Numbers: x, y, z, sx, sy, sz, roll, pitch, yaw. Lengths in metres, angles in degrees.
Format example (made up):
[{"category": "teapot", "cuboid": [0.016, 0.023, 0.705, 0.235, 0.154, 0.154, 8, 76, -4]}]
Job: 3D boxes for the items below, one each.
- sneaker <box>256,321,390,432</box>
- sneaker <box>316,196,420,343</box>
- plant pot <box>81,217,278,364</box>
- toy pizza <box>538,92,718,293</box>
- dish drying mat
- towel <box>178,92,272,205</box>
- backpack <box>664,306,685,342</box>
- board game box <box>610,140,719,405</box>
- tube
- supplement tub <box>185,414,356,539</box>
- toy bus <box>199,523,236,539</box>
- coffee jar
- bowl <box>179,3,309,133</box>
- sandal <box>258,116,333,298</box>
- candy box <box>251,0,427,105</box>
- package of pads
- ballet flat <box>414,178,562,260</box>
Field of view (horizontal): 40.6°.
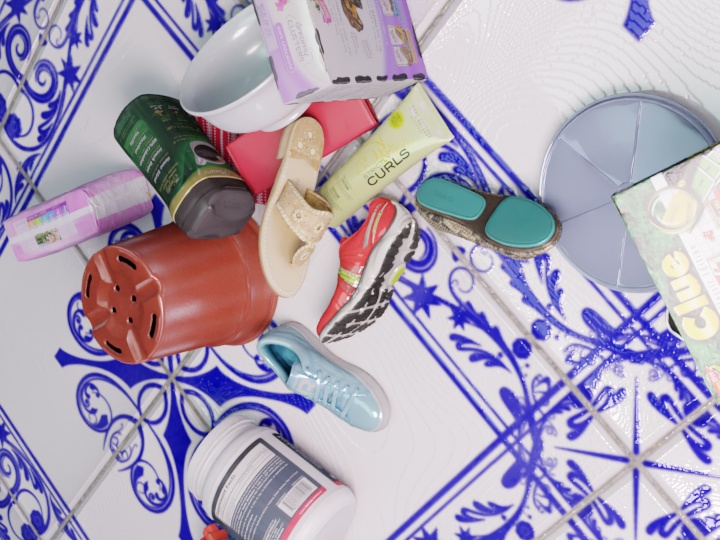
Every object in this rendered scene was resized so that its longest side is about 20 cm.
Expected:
[{"category": "sneaker", "cuboid": [-0.055, 0.145, 1.233, 0.199, 0.082, 0.075, 34, 119, 24]}, {"category": "sneaker", "cuboid": [0.000, 0.000, 1.179, 0.085, 0.077, 0.201, 46, 116, 30]}, {"category": "plant pot", "cuboid": [-0.241, 0.024, 1.265, 0.199, 0.194, 0.204, 8, 106, 32]}, {"category": "toy pizza", "cuboid": [0.276, -0.078, 0.984, 0.198, 0.032, 0.203, 10, 108, 33]}, {"category": "dish drying mat", "cuboid": [-0.073, -0.167, 1.196, 0.198, 0.018, 0.078, -27, 94, 26]}, {"category": "towel", "cuboid": [-0.159, -0.163, 1.272, 0.198, 0.022, 0.147, 11, 108, 32]}, {"category": "backpack", "cuboid": [0.386, 0.008, 0.852, 0.198, 0.150, 0.180, 25, 112, 20]}, {"category": "board game box", "cuboid": [0.298, 0.004, 0.802, 0.104, 0.023, 0.202, -27, 93, 31]}, {"category": "tube", "cuboid": [0.020, -0.127, 1.141, 0.058, 0.052, 0.199, 36, 125, -22]}, {"category": "supplement tub", "cuboid": [-0.117, 0.296, 1.275, 0.199, 0.140, 0.142, 32, 117, 25]}, {"category": "toy bus", "cuboid": [-0.171, 0.460, 1.367, 0.192, 0.135, 0.202, 44, 125, 34]}, {"category": "coffee jar", "cuboid": [-0.221, -0.128, 1.231, 0.201, 0.104, 0.086, 51, 117, 23]}, {"category": "bowl", "cuboid": [-0.111, -0.231, 1.153, 0.199, 0.203, 0.090, -11, 137, 36]}, {"category": "sandal", "cuboid": [-0.063, -0.076, 1.126, 0.069, 0.077, 0.215, -2, 78, 47]}, {"category": "candy box", "cuboid": [-0.025, -0.273, 1.044, 0.071, 0.199, 0.170, -15, 92, 35]}, {"category": "package of pads", "cuboid": [-0.404, -0.079, 1.400, 0.198, 0.120, 0.077, -16, 97, 36]}, {"category": "ballet flat", "cuboid": [0.145, -0.049, 1.057, 0.199, 0.075, 0.068, 23, 71, 42]}]
